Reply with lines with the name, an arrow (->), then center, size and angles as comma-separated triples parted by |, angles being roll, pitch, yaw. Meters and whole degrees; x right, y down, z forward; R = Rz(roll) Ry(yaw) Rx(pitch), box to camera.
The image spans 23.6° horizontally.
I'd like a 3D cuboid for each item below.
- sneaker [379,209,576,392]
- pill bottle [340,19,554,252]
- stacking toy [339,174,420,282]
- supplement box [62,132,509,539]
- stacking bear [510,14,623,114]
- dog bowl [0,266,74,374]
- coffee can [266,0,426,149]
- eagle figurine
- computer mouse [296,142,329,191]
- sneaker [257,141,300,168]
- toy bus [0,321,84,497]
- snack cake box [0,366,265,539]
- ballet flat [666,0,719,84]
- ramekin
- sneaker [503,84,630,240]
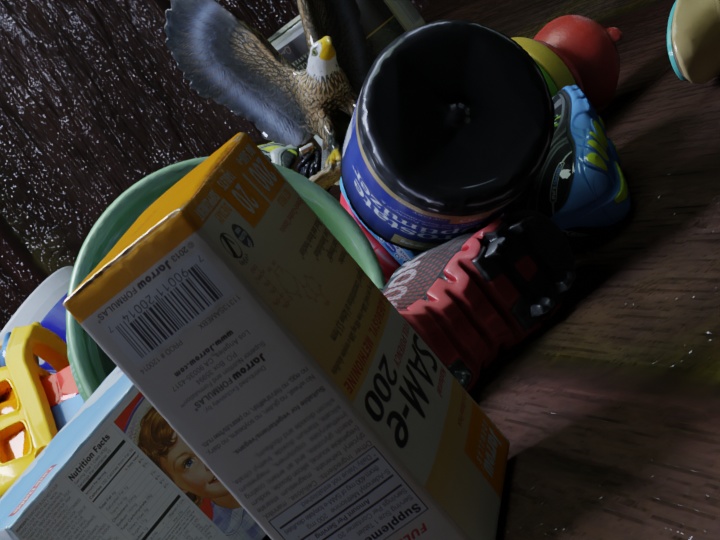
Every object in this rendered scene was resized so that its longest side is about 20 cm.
sneaker -> 0.032, 0.042, 0.976 | 0.200, 0.071, 0.098 | -40, 10, -27
pill bottle -> 0.046, -0.072, 1.042 | 0.112, 0.112, 0.200 | -39, -4, -9
stacking toy -> 0.000, 0.000, 1.239 | 0.200, 0.116, 0.110 | -43, 0, 44
supplement box -> -0.024, 0.048, 0.764 | 0.073, 0.200, 0.126 | -37, 10, 18
stacking bear -> 0.128, -0.131, 1.346 | 0.200, 0.114, 0.121 | -38, 9, -32
dog bowl -> -0.272, 0.101, 1.500 | 0.200, 0.079, 0.200 | -58, -5, -8
coffee can -> 0.018, -0.158, 1.553 | 0.146, 0.200, 0.146 | -36, 10, 7
eagle figurine -> -0.044, -0.166, 1.418 | 0.152, 0.200, 0.151 | -15, -28, -48
computer mouse -> -0.072, -0.016, 1.547 | 0.110, 0.044, 0.200 | 108, -173, -80
sneaker -> -0.109, -0.080, 1.539 | 0.200, 0.076, 0.075 | -57, -10, -69
toy bus -> -0.260, 0.108, 1.303 | 0.192, 0.136, 0.200 | -31, 55, 6
snack cake box -> -0.102, 0.108, 0.942 | 0.200, 0.115, 0.067 | -51, 15, -30
ballet flat -> 0.273, -0.195, 1.253 | 0.063, 0.069, 0.200 | -14, 21, 30
ramekin -> -0.089, 0.036, 1.075 | 0.200, 0.200, 0.098 | -40, 4, -19
sneaker -> 0.128, -0.067, 1.135 | 0.083, 0.071, 0.200 | -28, 15, 14
